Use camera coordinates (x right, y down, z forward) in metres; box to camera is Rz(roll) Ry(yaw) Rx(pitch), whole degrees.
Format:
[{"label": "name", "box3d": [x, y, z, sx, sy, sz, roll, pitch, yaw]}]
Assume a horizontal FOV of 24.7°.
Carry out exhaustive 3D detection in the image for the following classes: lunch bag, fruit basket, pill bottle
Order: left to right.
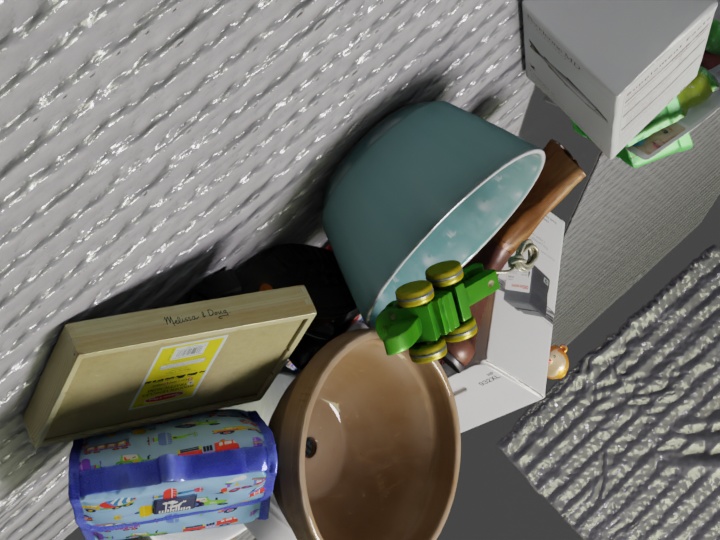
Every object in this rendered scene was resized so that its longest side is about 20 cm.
[{"label": "lunch bag", "box3d": [-0.142, 0.149, 1.237, 0.149, 0.095, 0.200, -6, 171, -7]}, {"label": "pill bottle", "box3d": [-0.019, 0.159, 1.466, 0.201, 0.119, 0.119, -52, 166, 7]}, {"label": "fruit basket", "box3d": [0.294, -0.198, 1.572, 0.200, 0.185, 0.094, -41, 127, -5]}]

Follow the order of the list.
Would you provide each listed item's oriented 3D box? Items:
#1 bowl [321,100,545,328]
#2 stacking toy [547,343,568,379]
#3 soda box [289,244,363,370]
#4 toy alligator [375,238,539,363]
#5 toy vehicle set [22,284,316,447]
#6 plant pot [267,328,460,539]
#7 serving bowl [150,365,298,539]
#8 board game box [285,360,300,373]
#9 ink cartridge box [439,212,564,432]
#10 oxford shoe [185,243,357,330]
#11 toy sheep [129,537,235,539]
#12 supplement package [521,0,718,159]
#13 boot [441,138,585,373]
[{"label": "bowl", "box3d": [0.045, -0.060, 1.335, 0.200, 0.105, 0.201, -40, 167, -11]}, {"label": "stacking toy", "box3d": [0.148, 0.040, 1.750, 0.116, 0.200, 0.110, -43, 167, 6]}, {"label": "soda box", "box3d": [0.000, 0.000, 1.479, 0.200, 0.063, 0.071, -45, 168, 2]}, {"label": "toy alligator", "box3d": [0.069, 0.021, 1.323, 0.054, 0.060, 0.199, 1, -157, 42]}, {"label": "toy vehicle set", "box3d": [-0.140, 0.070, 1.212, 0.198, 0.027, 0.125, -9, 149, -35]}, {"label": "plant pot", "box3d": [-0.013, 0.148, 1.336, 0.092, 0.203, 0.200, -1, -160, 42]}, {"label": "serving bowl", "box3d": [-0.133, 0.158, 1.501, 0.199, 0.066, 0.202, -28, 138, -28]}, {"label": "board game box", "box3d": [-0.136, 0.148, 1.610, 0.200, 0.029, 0.135, -41, 167, -12]}, {"label": "ink cartridge box", "box3d": [0.113, 0.042, 1.582, 0.145, 0.083, 0.202, -29, -140, 45]}, {"label": "oxford shoe", "box3d": [-0.077, 0.032, 1.345, 0.199, 0.073, 0.085, -15, 153, -42]}, {"label": "toy sheep", "box3d": [-0.208, 0.313, 1.689, 0.199, 0.138, 0.138, -24, 157, -43]}, {"label": "supplement package", "box3d": [0.217, -0.196, 1.404, 0.117, 0.117, 0.200, -43, 167, -2]}, {"label": "boot", "box3d": [0.129, -0.015, 1.452, 0.200, 0.068, 0.189, -43, -169, 14]}]
